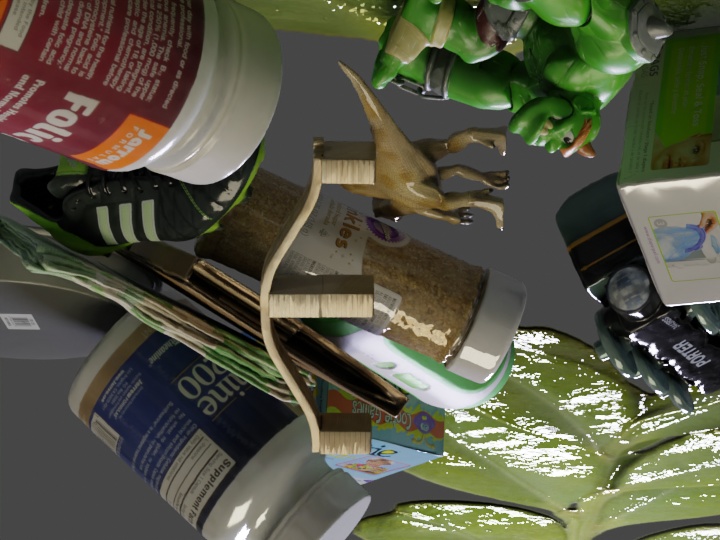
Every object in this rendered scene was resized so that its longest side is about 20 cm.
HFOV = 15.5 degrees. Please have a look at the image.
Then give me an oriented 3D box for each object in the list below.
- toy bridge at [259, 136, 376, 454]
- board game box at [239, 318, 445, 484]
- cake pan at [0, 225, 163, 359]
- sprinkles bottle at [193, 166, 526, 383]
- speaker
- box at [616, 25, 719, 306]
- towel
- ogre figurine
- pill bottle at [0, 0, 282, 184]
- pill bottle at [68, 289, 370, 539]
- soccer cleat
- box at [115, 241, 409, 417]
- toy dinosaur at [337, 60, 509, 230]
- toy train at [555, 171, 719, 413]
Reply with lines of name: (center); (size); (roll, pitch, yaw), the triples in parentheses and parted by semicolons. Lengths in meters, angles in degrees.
toy bridge: (-0.025, 0.015, 1.536); (0.067, 0.027, 0.201); (0, 117, 0)
board game box: (-0.034, 0.096, 1.924); (0.104, 0.104, 0.200); (15, 157, -30)
cake pan: (-0.236, 0.018, 1.827); (0.199, 0.037, 0.200); (2, 160, 1)
sprinkles bottle: (0.000, 0.000, 1.613); (0.199, 0.069, 0.068); (24, 157, -7)
speaker: (0.028, 0.029, 1.751); (0.088, 0.089, 0.200); (-8, 158, 27)
box: (0.247, -0.062, 1.388); (0.199, 0.113, 0.102); (-5, 139, 21)
towel: (-0.134, 0.024, 1.669); (0.199, 0.024, 0.152); (27, 180, -19)
ogre figurine: (0.082, -0.119, 1.319); (0.119, 0.099, 0.200); (23, 142, -6)
pill bottle: (-0.143, -0.115, 1.311); (0.199, 0.115, 0.114); (20, 154, -40)
pill bottle: (-0.092, 0.116, 1.788); (0.200, 0.111, 0.111); (41, 165, 12)
soccer cleat: (-0.134, -0.053, 1.574); (0.081, 0.068, 0.199); (27, 151, -33)
box: (-0.069, 0.028, 1.661); (0.163, 0.021, 0.200); (33, 176, -21)
toy dinosaur: (0.035, -0.057, 1.548); (0.100, 0.059, 0.200); (1, 161, 6)
toy train: (0.190, 0.015, 1.652); (0.085, 0.115, 0.200); (-29, 154, 16)
